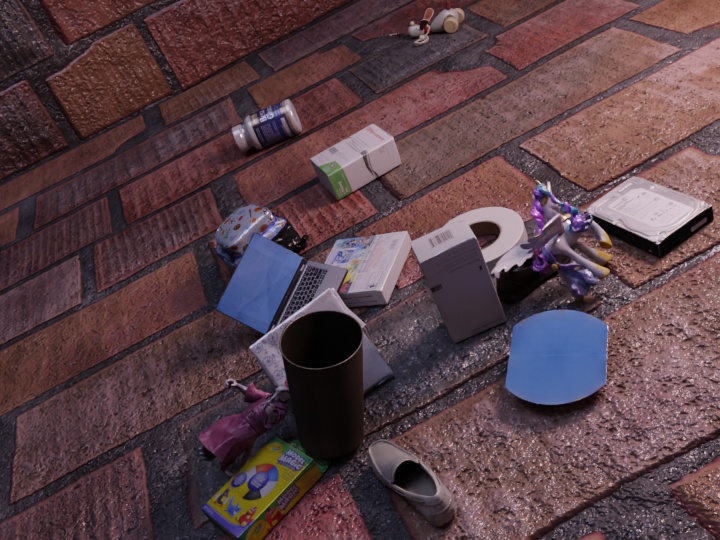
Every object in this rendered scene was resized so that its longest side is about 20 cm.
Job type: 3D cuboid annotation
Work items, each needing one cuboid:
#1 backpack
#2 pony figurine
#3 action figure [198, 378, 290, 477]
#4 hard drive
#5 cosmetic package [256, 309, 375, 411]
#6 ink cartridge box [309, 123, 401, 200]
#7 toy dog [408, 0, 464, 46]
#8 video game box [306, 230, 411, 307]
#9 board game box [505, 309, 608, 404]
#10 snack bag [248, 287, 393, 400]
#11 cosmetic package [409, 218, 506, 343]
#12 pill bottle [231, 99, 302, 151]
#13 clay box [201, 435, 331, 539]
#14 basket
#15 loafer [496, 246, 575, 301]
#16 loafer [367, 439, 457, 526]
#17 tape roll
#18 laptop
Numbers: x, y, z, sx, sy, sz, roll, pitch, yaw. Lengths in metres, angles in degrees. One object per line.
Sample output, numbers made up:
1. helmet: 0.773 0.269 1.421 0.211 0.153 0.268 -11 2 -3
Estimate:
1. backpack: -0.259 -0.065 1.929 0.200 0.154 0.190 -42 26 -19
2. pony figurine: 0.347 -0.047 1.443 0.193 0.200 0.167 -47 2 -29
3. action figure: -0.179 0.265 1.390 0.200 0.149 0.134 -36 36 -8
4. hard drive: 0.544 -0.108 1.542 0.140 0.038 0.200 -33 33 -12
5. cosmetic package: -0.083 0.160 1.531 0.200 0.081 0.113 -33 35 -13
6. ink cartridge box: -0.012 -0.287 2.123 0.200 0.084 0.146 -30 33 -7
7. toy dog: 0.249 -0.846 2.724 0.199 0.096 0.132 -18 33 11
8. video game box: 0.000 0.000 1.747 0.182 0.047 0.200 -4 39 28
9. board game box: 0.325 0.150 1.328 0.157 0.039 0.200 -4 43 22
10. snack bag: -0.068 0.162 1.450 0.188 0.200 0.021 -35 0 -11
11. cosmetic package: 0.177 0.021 1.457 0.113 0.200 0.081 -26 31 4
12. pill bottle: -0.291 -0.442 2.506 0.199 0.111 0.111 -22 33 6
13. clay box: -0.154 0.357 1.346 0.115 0.048 0.200 16 52 46
14. basket: -0.056 0.196 1.345 0.135 0.201 0.180 -3 27 2
15. loafer: 0.333 -0.024 1.532 0.200 0.071 0.073 -40 35 -21
16. loafer: 0.072 0.310 1.239 0.070 0.070 0.200 -38 35 -19
17. tape roll: 0.244 -0.058 1.674 0.202 0.037 0.203 -18 33 12
18. laptop: -0.163 0.041 1.678 0.200 0.116 0.188 13 73 43
